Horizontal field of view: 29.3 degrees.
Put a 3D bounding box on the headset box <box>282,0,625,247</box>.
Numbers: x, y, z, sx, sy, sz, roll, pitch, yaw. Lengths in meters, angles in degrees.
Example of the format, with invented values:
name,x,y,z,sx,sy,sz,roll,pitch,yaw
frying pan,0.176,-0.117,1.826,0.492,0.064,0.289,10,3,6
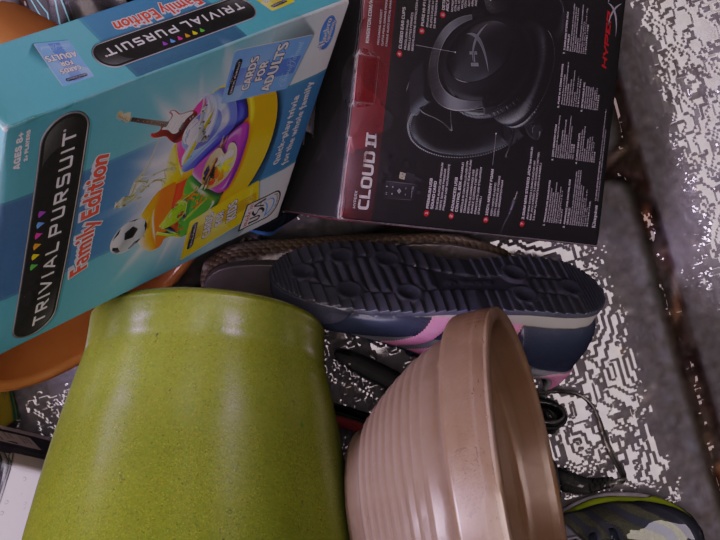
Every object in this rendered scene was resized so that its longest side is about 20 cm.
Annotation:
name,x,y,z,sx,sy,sz,roll,pitch,yaw
headset box,0.046,-0.097,0.782,0.197,0.077,0.151,4,93,-29

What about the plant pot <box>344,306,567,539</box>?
name,x,y,z,sx,sy,sz,roll,pitch,yaw
plant pot,0.049,0.128,0.717,0.091,0.201,0.204,-13,92,13

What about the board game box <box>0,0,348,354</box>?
name,x,y,z,sx,sy,sz,roll,pitch,yaw
board game box,-0.106,-0.056,0.657,0.047,0.199,0.152,43,138,20

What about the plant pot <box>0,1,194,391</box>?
name,x,y,z,sx,sy,sz,roll,pitch,yaw
plant pot,-0.189,-0.053,0.767,0.140,0.200,0.200,43,93,21

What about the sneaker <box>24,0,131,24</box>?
name,x,y,z,sx,sy,sz,roll,pitch,yaw
sneaker,-0.144,-0.138,0.843,0.079,0.075,0.201,-27,99,32

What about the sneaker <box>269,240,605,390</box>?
name,x,y,z,sx,sy,sz,roll,pitch,yaw
sneaker,0.041,0.036,0.803,0.197,0.071,0.083,7,126,-9

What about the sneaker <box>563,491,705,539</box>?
name,x,y,z,sx,sy,sz,roll,pitch,yaw
sneaker,0.113,0.185,0.833,0.197,0.081,0.075,-12,92,2

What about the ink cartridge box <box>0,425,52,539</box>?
name,x,y,z,sx,sy,sz,roll,pitch,yaw
ink cartridge box,-0.223,0.170,0.806,0.198,0.084,0.147,18,93,-24

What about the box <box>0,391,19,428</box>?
name,x,y,z,sx,sy,sz,roll,pitch,yaw
box,-0.298,0.014,0.857,0.116,0.048,0.203,-14,94,3

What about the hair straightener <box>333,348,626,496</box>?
name,x,y,z,sx,sy,sz,roll,pitch,yaw
hair straightener,0.074,0.085,0.850,0.197,0.041,0.078,20,93,1

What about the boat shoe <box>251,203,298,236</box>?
name,x,y,z,sx,sy,sz,roll,pitch,yaw
boat shoe,-0.025,-0.119,0.820,0.083,0.069,0.203,11,83,-7

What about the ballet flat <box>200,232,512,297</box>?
name,x,y,z,sx,sy,sz,roll,pitch,yaw
ballet flat,0.000,0.000,0.848,0.197,0.047,0.068,-3,125,0

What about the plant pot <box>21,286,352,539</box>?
name,x,y,z,sx,sy,sz,roll,pitch,yaw
plant pot,-0.086,0.117,0.722,0.197,0.201,0.196,2,73,2
